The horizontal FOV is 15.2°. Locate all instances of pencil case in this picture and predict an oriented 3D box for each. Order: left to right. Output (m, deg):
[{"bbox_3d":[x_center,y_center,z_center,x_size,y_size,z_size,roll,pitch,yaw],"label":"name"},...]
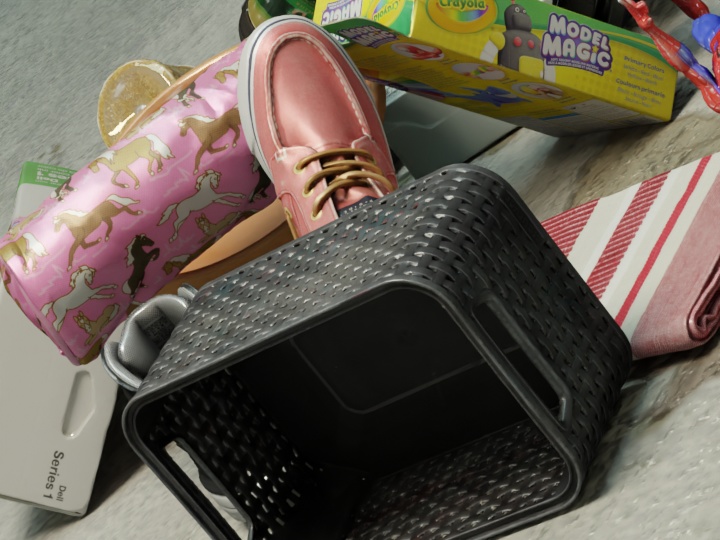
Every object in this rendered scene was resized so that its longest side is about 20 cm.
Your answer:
[{"bbox_3d":[-0.102,-0.039,1.445,0.200,0.083,0.087,-40,-4,-6],"label":"pencil case"}]

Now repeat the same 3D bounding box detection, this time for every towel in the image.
[{"bbox_3d":[0.118,0.009,1.321,0.200,0.023,0.144,-21,27,47],"label":"towel"}]

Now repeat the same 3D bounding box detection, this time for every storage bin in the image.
[{"bbox_3d":[0.007,0.055,1.235,0.200,0.135,0.094,-26,22,35],"label":"storage bin"}]

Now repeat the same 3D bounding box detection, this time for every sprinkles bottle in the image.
[{"bbox_3d":[-0.089,-0.097,1.739,0.068,0.068,0.200,-30,-14,26],"label":"sprinkles bottle"}]

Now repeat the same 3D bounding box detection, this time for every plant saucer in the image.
[{"bbox_3d":[-0.069,-0.057,1.548,0.199,0.038,0.201,-23,37,18],"label":"plant saucer"}]

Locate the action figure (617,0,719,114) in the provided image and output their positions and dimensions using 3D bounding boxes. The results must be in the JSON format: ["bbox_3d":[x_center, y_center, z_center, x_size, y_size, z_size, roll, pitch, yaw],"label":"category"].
[{"bbox_3d":[0.186,-0.148,1.447,0.065,0.099,0.200,-35,21,14],"label":"action figure"}]

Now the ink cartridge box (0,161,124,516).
[{"bbox_3d":[-0.186,0.038,1.634,0.200,0.084,0.145,-100,24,-69],"label":"ink cartridge box"}]

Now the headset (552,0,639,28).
[{"bbox_3d":[0.110,-0.184,1.504,0.200,0.123,0.094,-25,52,51],"label":"headset"}]

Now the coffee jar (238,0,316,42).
[{"bbox_3d":[-0.006,-0.205,1.714,0.200,0.085,0.105,-53,8,51],"label":"coffee jar"}]

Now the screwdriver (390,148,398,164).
[{"bbox_3d":[-0.031,-0.026,1.677,0.200,0.029,0.028,-48,20,-28],"label":"screwdriver"}]

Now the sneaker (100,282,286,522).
[{"bbox_3d":[-0.084,0.055,1.449,0.075,0.114,0.200,-39,18,-1],"label":"sneaker"}]

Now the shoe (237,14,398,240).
[{"bbox_3d":[-0.005,-0.039,1.374,0.071,0.201,0.091,-18,0,-12],"label":"shoe"}]

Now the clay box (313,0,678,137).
[{"bbox_3d":[0.061,-0.122,1.472,0.115,0.199,0.048,-5,72,60],"label":"clay box"}]

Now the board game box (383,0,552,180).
[{"bbox_3d":[0.085,-0.152,1.698,0.147,0.064,0.200,-32,21,18],"label":"board game box"}]
